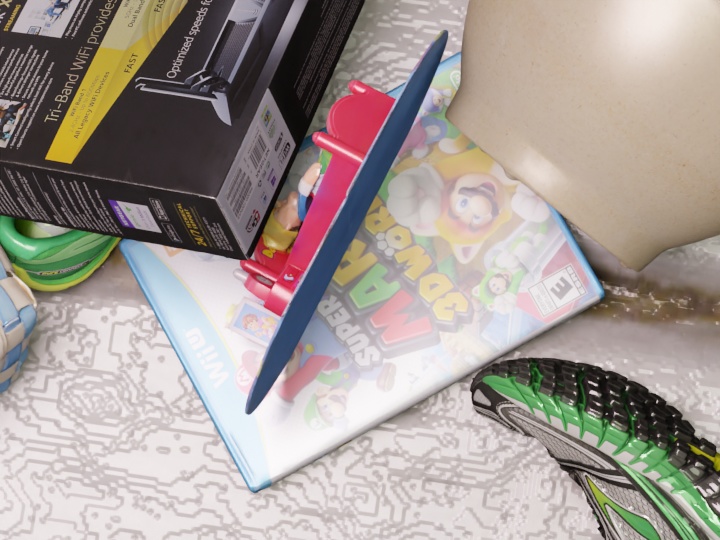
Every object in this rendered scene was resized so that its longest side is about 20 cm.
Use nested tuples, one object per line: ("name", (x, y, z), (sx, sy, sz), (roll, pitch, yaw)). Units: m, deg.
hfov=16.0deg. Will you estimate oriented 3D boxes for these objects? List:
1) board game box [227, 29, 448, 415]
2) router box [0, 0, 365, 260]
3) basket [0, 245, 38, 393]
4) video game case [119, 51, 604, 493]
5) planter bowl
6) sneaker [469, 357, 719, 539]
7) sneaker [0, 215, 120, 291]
("board game box", (-0.022, -0.031, 1.185), (0.039, 0.158, 0.200), (27, 84, 3))
("router box", (-0.091, -0.110, 1.183), (0.157, 0.052, 0.200), (11, 61, 24))
("basket", (-0.264, 0.030, 1.206), (0.200, 0.139, 0.177), (-23, 74, -26))
("video game case", (0.000, 0.000, 1.270), (0.200, 0.018, 0.143), (-29, 81, -1))
("planter bowl", (0.125, -0.085, 1.196), (0.200, 0.200, 0.135), (38, 95, 4))
("sneaker", (0.132, 0.112, 1.236), (0.200, 0.078, 0.085), (36, 108, 13))
("sneaker", (-0.113, -0.079, 1.251), (0.074, 0.084, 0.200), (29, 86, 4))
